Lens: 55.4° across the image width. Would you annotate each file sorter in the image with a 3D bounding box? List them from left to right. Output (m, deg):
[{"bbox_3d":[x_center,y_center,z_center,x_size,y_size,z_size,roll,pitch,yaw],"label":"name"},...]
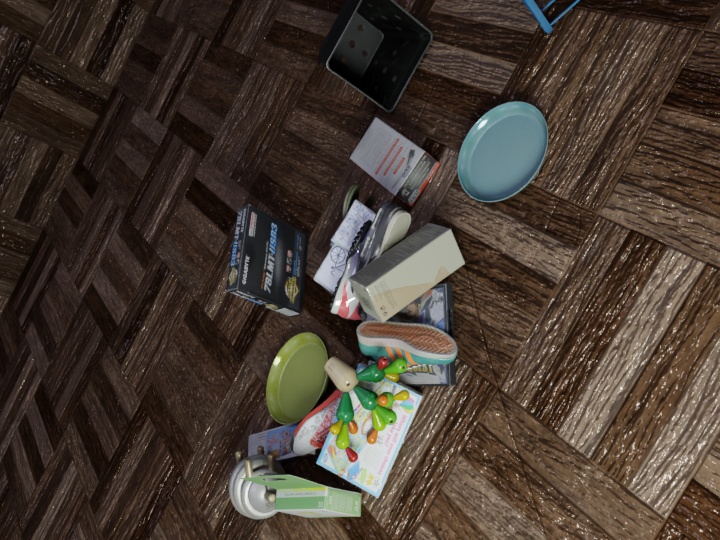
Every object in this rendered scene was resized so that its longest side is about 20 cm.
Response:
[{"bbox_3d":[0.338,-0.594,1.321,0.122,0.138,0.203,-38,50,22],"label":"file sorter"}]

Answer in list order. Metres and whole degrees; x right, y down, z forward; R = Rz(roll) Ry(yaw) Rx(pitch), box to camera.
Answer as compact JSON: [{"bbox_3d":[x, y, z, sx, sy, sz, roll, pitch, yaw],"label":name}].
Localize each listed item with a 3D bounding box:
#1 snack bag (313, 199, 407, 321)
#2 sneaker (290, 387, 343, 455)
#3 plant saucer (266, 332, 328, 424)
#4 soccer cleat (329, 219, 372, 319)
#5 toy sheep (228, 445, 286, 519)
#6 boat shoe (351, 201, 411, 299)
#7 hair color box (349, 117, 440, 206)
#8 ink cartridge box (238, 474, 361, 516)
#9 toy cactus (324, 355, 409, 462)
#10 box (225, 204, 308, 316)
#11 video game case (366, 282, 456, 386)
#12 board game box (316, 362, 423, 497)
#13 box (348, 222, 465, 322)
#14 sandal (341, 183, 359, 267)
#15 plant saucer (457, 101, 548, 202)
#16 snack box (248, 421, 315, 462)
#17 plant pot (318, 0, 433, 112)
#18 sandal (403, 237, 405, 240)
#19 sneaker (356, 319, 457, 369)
[{"bbox_3d":[0.007,-0.014,1.428,0.187,0.021,0.202,37,101,21],"label":"snack bag"},{"bbox_3d":[-0.052,0.319,1.351,0.202,0.067,0.108,-46,45,7],"label":"sneaker"},{"bbox_3d":[-0.131,0.237,1.495,0.197,0.031,0.205,-24,53,36],"label":"plant saucer"},{"bbox_3d":[0.000,0.000,1.394,0.068,0.072,0.205,-146,76,-86],"label":"soccer cleat"},{"bbox_3d":[-0.210,0.443,1.414,0.199,0.135,0.141,170,118,-72],"label":"toy sheep"},{"bbox_3d":[0.029,-0.039,1.330,0.063,0.072,0.203,42,115,33],"label":"boat shoe"},{"bbox_3d":[0.071,-0.238,1.485,0.112,0.063,0.200,-54,43,10],"label":"hair color box"},{"bbox_3d":[-0.112,0.424,1.279,0.143,0.198,0.049,-17,58,38],"label":"ink cartridge box"},{"bbox_3d":[-0.005,0.222,1.224,0.164,0.102,0.202,39,108,23],"label":"toy cactus"},{"bbox_3d":[-0.207,-0.020,1.568,0.049,0.197,0.205,-13,62,37],"label":"box"},{"bbox_3d":[0.092,0.126,1.304,0.197,0.025,0.186,-9,78,41],"label":"video game case"},{"bbox_3d":[0.017,0.294,1.273,0.132,0.034,0.204,25,92,12],"label":"board game box"},{"bbox_3d":[0.086,0.000,1.272,0.198,0.079,0.095,-33,21,-13],"label":"box"},{"bbox_3d":[-0.007,-0.086,1.498,0.056,0.080,0.207,-1,84,10],"label":"sandal"},{"bbox_3d":[0.272,-0.222,1.303,0.197,0.027,0.205,-20,60,38],"label":"plant saucer"},{"bbox_3d":[-0.174,0.379,1.488,0.197,0.024,0.074,-24,56,37],"label":"snack box"},{"bbox_3d":[0.014,-0.517,1.584,0.202,0.197,0.177,-59,31,7],"label":"plant pot"},{"bbox_3d":[0.079,-0.007,1.365,0.074,0.045,0.205,-17,89,35],"label":"sandal"},{"bbox_3d":[0.087,0.146,1.252,0.196,0.081,0.072,9,39,28],"label":"sneaker"}]
